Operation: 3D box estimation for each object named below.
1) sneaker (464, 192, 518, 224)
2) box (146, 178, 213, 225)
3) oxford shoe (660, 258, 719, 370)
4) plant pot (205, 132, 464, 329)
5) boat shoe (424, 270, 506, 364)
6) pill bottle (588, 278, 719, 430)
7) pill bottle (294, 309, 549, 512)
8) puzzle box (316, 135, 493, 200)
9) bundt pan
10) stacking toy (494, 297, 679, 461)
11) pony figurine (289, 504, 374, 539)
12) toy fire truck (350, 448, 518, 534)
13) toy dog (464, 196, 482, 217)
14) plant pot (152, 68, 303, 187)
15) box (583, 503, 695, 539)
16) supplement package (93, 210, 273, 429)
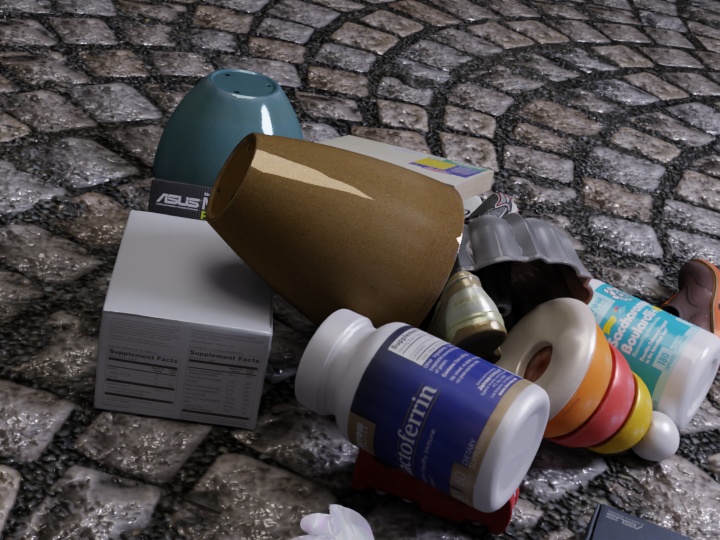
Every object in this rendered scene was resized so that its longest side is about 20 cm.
[{"bbox_3d":[0.101,-0.038,1.393,0.200,0.081,0.075,-35,97,-35],"label":"sneaker"},{"bbox_3d":[-0.150,-0.061,1.387,0.160,0.044,0.200,8,-2,-5],"label":"box"},{"bbox_3d":[0.389,0.041,1.485,0.072,0.071,0.200,8,29,3],"label":"oxford shoe"},{"bbox_3d":[-0.038,-0.040,1.169,0.200,0.187,0.187,27,23,-22],"label":"plant pot"},{"bbox_3d":[0.091,0.058,1.175,0.073,0.201,0.063,-15,74,-5],"label":"boat shoe"},{"bbox_3d":[0.271,0.080,1.325,0.200,0.111,0.111,26,32,25],"label":"pill bottle"},{"bbox_3d":[0.050,0.114,1.070,0.199,0.116,0.116,24,31,23],"label":"pill bottle"},{"bbox_3d":[0.043,-0.120,1.467,0.199,0.026,0.133,16,18,23],"label":"puzzle box"},{"bbox_3d":[0.126,0.012,1.250,0.201,0.202,0.076,0,57,-20],"label":"bundt pan"},{"bbox_3d":[0.232,0.133,1.218,0.200,0.146,0.146,34,21,-22],"label":"stacking toy"},{"bbox_3d":[0.015,0.265,0.884,0.199,0.167,0.193,21,-2,23],"label":"pony figurine"},{"bbox_3d":[0.054,0.161,1.158,0.199,0.049,0.141,16,29,8],"label":"toy fire truck"},{"bbox_3d":[0.112,-0.058,1.525,0.199,0.097,0.132,-1,32,-22],"label":"toy dog"},{"bbox_3d":[-0.158,-0.178,1.596,0.199,0.135,0.200,10,29,-5],"label":"plant pot"},{"bbox_3d":[0.267,0.285,1.016,0.199,0.051,0.158,20,31,13],"label":"box"},{"bbox_3d":[-0.167,0.043,1.221,0.155,0.111,0.200,9,28,-7],"label":"supplement package"}]
